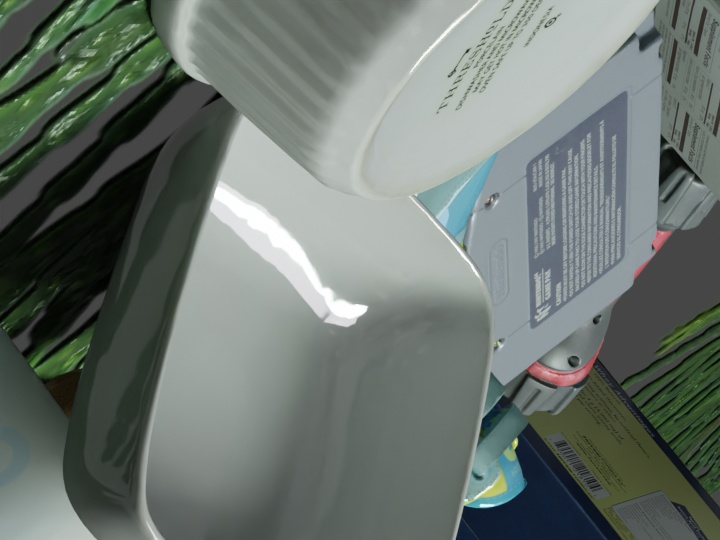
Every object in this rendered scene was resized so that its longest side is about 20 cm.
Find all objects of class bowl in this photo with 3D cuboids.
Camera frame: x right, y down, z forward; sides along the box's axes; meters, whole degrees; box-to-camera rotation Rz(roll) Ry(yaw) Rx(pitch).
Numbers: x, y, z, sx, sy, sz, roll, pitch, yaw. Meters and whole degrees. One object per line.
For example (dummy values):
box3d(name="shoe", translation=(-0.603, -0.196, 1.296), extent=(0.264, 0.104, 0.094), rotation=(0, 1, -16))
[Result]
box3d(name="bowl", translation=(-0.037, 0.051, 1.073), extent=(0.074, 0.201, 0.200), rotation=(-6, 148, 35))

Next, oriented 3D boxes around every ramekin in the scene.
box3d(name="ramekin", translation=(0.032, -0.111, 0.963), extent=(0.202, 0.094, 0.203), rotation=(-37, 164, -12))

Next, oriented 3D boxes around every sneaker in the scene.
box3d(name="sneaker", translation=(0.040, 0.030, 1.239), extent=(0.201, 0.130, 0.080), rotation=(-59, 174, 22))

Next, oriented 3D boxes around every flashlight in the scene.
box3d(name="flashlight", translation=(0.141, 0.000, 1.577), extent=(0.068, 0.068, 0.200), rotation=(4, 138, -33))

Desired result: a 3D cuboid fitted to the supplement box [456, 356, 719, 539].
box3d(name="supplement box", translation=(0.123, 0.168, 1.744), extent=(0.134, 0.200, 0.199), rotation=(-45, 163, 21))

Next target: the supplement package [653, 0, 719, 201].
box3d(name="supplement package", translation=(0.237, -0.124, 1.370), extent=(0.155, 0.111, 0.200), rotation=(-37, 165, -10))

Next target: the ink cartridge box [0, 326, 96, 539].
box3d(name="ink cartridge box", translation=(-0.150, 0.140, 1.041), extent=(0.160, 0.200, 0.047), rotation=(-31, 163, -27))

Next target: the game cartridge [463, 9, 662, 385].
box3d(name="game cartridge", translation=(0.089, -0.032, 1.338), extent=(0.133, 0.041, 0.201), rotation=(-40, 150, -23))

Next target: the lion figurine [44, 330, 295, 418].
box3d(name="lion figurine", translation=(-0.084, 0.058, 1.153), extent=(0.199, 0.072, 0.123), rotation=(-29, 123, -40))
